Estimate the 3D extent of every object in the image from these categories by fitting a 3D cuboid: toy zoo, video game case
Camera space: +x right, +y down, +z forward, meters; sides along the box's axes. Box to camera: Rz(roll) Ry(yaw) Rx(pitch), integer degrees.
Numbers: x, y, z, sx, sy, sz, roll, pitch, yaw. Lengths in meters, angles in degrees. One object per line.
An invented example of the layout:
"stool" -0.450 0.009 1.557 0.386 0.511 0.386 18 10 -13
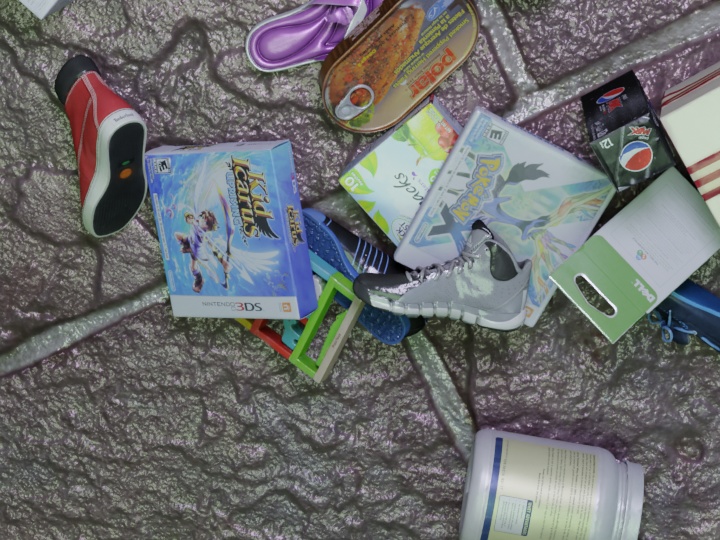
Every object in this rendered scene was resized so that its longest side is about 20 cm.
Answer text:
"toy zoo" -0.096 0.023 1.703 0.200 0.020 0.131 36 121 16
"video game case" 0.161 -0.057 1.629 0.182 0.022 0.200 26 111 -8
"video game case" -0.149 -0.045 1.670 0.181 0.045 0.201 0 108 30

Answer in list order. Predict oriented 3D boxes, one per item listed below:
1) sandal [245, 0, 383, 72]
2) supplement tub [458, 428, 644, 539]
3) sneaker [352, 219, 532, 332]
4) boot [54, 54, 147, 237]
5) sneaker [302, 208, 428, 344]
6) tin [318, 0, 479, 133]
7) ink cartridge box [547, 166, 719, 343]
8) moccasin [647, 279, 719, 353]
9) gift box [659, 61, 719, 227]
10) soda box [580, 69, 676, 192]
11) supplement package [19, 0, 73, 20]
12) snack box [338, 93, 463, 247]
"sandal" -0.034 -0.270 1.616 0.202 0.050 0.083 -26 105 14
"supplement tub" 0.224 0.272 1.725 0.199 0.145 0.146 9 110 3
"sneaker" 0.096 -0.006 1.610 0.199 0.075 0.116 9 109 -12
"boot" -0.309 -0.146 1.686 0.144 0.072 0.200 49 143 28
"sneaker" 0.000 0.000 1.700 0.200 0.078 0.070 48 128 11
"tin" 0.041 -0.236 1.607 0.200 0.042 0.112 -41 121 16
"ink cartridge box" 0.303 -0.011 1.602 0.200 0.059 0.104 -40 81 -16
"moccasin" 0.378 0.059 1.671 0.200 0.081 0.068 30 114 -4
"gift box" 0.444 -0.143 1.545 0.186 0.185 0.200 -30 103 21
"soda box" 0.280 -0.150 1.544 0.071 0.200 0.063 -27 106 14
"supplement package" -0.373 -0.386 1.578 0.200 0.114 0.110 42 109 -9
"snack box" 0.093 -0.079 1.666 0.142 0.053 0.200 -39 103 18
